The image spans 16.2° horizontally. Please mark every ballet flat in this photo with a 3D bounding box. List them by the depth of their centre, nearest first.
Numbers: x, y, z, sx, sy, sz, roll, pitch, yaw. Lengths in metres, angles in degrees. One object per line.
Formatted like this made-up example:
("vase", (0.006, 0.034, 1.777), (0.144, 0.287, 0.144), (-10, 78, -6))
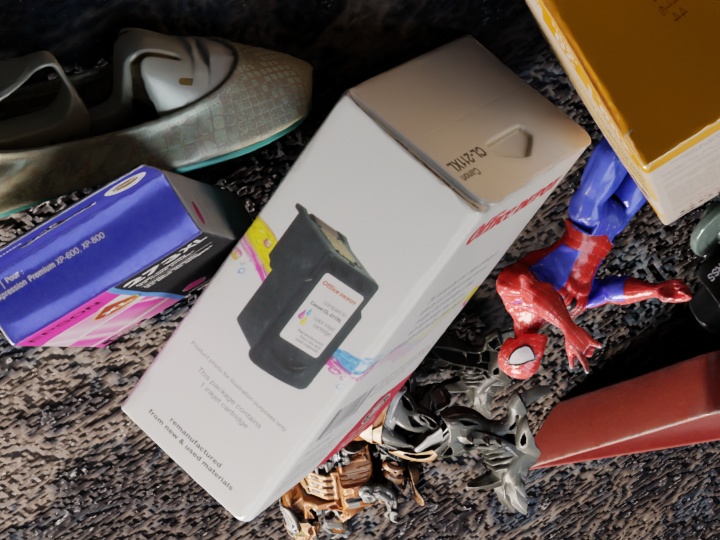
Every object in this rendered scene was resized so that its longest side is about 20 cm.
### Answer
("ballet flat", (-0.110, -0.068, 1.077), (0.199, 0.067, 0.063), (-19, 129, -16))

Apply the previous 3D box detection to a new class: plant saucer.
("plant saucer", (0.216, 0.068, 1.416), (0.199, 0.037, 0.199), (-7, 171, -29))

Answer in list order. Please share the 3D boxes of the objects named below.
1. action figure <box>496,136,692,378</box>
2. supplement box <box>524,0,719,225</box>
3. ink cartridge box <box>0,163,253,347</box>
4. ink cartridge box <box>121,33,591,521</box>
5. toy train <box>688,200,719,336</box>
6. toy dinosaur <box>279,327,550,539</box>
("action figure", (0.134, -0.022, 1.228), (0.065, 0.099, 0.201), (18, 108, -43))
("supplement box", (0.123, -0.098, 1.086), (0.073, 0.126, 0.200), (-32, 170, 5))
("ink cartridge box", (-0.104, -0.004, 1.098), (0.094, 0.037, 0.200), (-31, 172, 6))
("ink cartridge box", (0.000, 0.000, 1.167), (0.200, 0.083, 0.146), (-54, 169, 27))
("toy train", (0.260, -0.040, 1.356), (0.200, 0.085, 0.114), (-50, 151, 22))
("toy dinosaur", (0.020, 0.073, 1.312), (0.135, 0.103, 0.200), (6, 152, -18))
